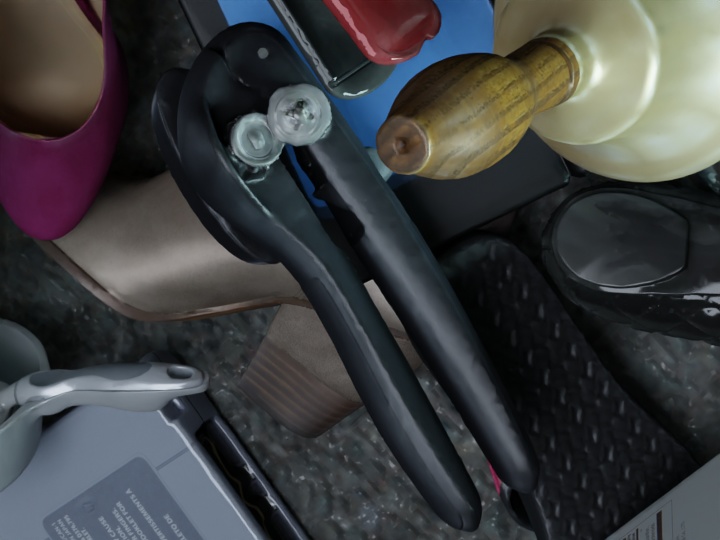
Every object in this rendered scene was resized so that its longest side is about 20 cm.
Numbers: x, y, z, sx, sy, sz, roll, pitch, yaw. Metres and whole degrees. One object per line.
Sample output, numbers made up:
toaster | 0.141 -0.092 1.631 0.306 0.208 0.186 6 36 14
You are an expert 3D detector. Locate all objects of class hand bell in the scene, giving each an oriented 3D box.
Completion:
hand bell | 0.051 -0.058 0.670 0.104 0.200 0.105 7 107 25

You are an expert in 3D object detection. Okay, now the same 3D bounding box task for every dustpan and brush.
dustpan and brush | -0.156 0.057 0.935 0.199 0.140 0.057 4 125 13

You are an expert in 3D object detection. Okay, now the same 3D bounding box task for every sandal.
sandal | 0.080 0.068 0.883 0.075 0.045 0.200 -36 107 -12

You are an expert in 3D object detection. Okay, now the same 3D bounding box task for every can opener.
can opener | 0.000 0.000 0.800 0.063 0.079 0.200 -37 89 -10

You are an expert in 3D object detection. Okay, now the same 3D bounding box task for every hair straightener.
hair straightener | -0.056 -0.139 0.773 0.200 0.041 0.077 48 151 -1

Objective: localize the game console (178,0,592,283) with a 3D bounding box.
game console | 0.027 -0.117 0.790 0.176 0.116 0.201 -22 95 59

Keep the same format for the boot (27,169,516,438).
boot | -0.037 -0.034 0.896 0.200 0.070 0.146 36 111 5

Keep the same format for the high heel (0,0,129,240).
high heel | -0.123 -0.091 0.821 0.067 0.096 0.201 2 115 3

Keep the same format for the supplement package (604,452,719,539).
supplement package | 0.199 0.136 0.786 0.152 0.151 0.200 36 120 -21

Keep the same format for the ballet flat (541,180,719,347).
ballet flat | 0.166 0.006 0.843 0.199 0.057 0.067 17 90 9

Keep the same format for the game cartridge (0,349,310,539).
game cartridge | -0.079 0.147 0.989 0.133 0.040 0.200 -33 94 24
